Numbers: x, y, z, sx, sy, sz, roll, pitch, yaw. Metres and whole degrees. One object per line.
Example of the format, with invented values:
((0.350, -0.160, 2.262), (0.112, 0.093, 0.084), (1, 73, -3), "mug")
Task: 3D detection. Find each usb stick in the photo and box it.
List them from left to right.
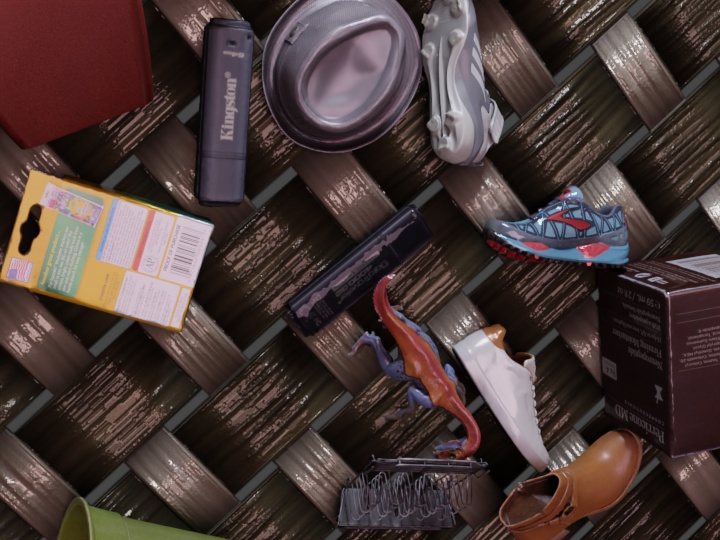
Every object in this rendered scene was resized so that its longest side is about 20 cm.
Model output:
((-0.149, -0.170, 0.999), (0.055, 0.033, 0.202), (3, 99, -13), "usb stick")
((0.000, 0.000, 1.076), (0.200, 0.033, 0.056), (-39, 114, -4), "usb stick")

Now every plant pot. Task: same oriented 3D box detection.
((-0.301, -0.233, 0.884), (0.198, 0.200, 0.178), (-22, 116, -9), "plant pot")
((-0.234, 0.361, 1.019), (0.188, 0.200, 0.202), (10, 98, -27), "plant pot")

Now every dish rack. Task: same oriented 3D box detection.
((0.060, 0.260, 1.066), (0.152, 0.200, 0.055), (3, 64, -13), "dish rack")

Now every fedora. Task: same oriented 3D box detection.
((-0.012, -0.223, 1.000), (0.200, 0.090, 0.177), (-41, 107, -4), "fedora")

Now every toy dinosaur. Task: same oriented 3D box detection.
((0.069, 0.132, 1.054), (0.105, 0.200, 0.181), (-40, 64, -11), "toy dinosaur")

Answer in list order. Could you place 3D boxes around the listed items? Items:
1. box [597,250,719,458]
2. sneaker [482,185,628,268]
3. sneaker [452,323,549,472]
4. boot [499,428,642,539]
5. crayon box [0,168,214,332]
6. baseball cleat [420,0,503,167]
((0.405, 0.094, 1.123), (0.163, 0.166, 0.202), (-8, 102, -13), "box")
((0.236, -0.056, 1.110), (0.198, 0.079, 0.097), (5, 90, -23), "sneaker")
((0.198, 0.157, 1.132), (0.084, 0.073, 0.201), (-33, 105, -3), "sneaker")
((0.262, 0.263, 1.130), (0.200, 0.074, 0.155), (-49, 144, 1), "boot")
((-0.273, -0.023, 0.994), (0.198, 0.052, 0.127), (17, 96, -17), "crayon box")
((0.118, -0.219, 1.054), (0.106, 0.069, 0.202), (6, 86, -48), "baseball cleat")
